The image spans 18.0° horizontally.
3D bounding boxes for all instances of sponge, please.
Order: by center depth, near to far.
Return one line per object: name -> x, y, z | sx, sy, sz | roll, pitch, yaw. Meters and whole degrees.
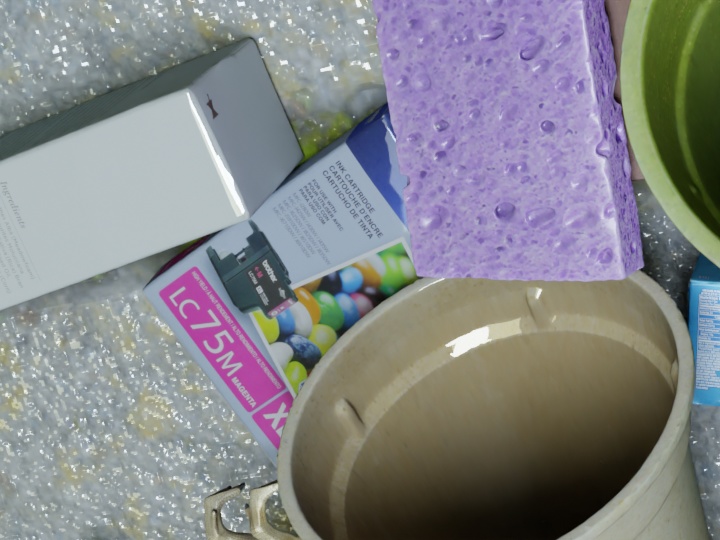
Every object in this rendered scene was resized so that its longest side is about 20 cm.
sponge -> 0.062, -0.094, 1.031 | 0.111, 0.030, 0.202 | 1, 107, 34

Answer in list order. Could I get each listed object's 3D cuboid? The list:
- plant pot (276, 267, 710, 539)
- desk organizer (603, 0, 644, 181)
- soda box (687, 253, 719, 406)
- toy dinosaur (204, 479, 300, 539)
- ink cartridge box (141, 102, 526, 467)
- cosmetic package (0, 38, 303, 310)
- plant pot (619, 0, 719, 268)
plant pot -> 0.088, 0.124, 1.073 | 0.199, 0.201, 0.184 | -13, 130, 19
desk organizer -> 0.127, -0.144, 1.036 | 0.076, 0.072, 0.202 | -3, 106, 22
soda box -> 0.254, 0.030, 1.063 | 0.198, 0.068, 0.065 | 5, 109, 14
toy dinosaur -> -0.039, 0.155, 1.141 | 0.199, 0.058, 0.102 | -20, 93, -19
ink cartridge box -> 0.000, 0.000, 1.141 | 0.199, 0.042, 0.120 | -35, 97, 22
cosmetic package -> -0.140, -0.040, 1.131 | 0.199, 0.101, 0.072 | -19, 103, 22
plant pot -> 0.219, -0.061, 0.946 | 0.198, 0.190, 0.202 | -3, 77, 14
